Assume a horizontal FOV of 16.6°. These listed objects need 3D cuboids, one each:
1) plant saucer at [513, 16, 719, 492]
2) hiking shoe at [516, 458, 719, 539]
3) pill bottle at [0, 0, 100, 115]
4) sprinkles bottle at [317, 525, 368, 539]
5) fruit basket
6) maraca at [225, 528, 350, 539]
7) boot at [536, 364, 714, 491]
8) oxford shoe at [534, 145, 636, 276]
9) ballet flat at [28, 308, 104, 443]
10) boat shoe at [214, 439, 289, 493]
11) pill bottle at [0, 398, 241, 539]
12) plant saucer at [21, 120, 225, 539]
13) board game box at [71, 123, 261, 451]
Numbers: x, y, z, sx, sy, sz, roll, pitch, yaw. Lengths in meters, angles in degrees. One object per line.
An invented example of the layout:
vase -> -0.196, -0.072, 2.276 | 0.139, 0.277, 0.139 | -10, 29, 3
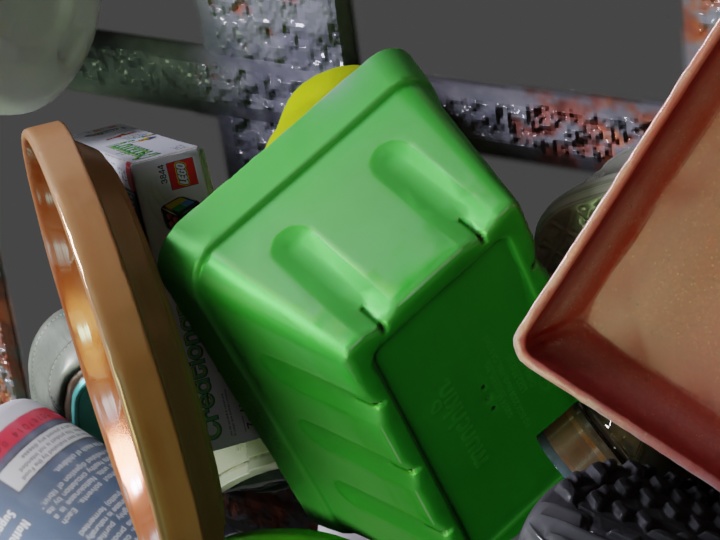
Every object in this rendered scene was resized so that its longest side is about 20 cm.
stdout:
plant saucer -> 0.189, -0.001, 0.884 | 0.200, 0.037, 0.200 | 33, 107, 3
hiking shoe -> 0.120, 0.133, 0.917 | 0.076, 0.200, 0.101 | 37, 106, 41
pill bottle -> -0.232, -0.135, 1.167 | 0.199, 0.113, 0.114 | 7, 121, 34
sprinkles bottle -> 0.005, 0.184, 1.221 | 0.068, 0.068, 0.201 | 26, 130, 22
fruit basket -> 0.000, 0.000, 1.026 | 0.216, 0.155, 0.216 | 45, 166, 14
maraca -> 0.000, 0.180, 1.049 | 0.199, 0.107, 0.138 | 11, 113, 19
boot -> 0.153, 0.075, 1.006 | 0.097, 0.200, 0.075 | -44, 61, 8
oxford shoe -> 0.166, -0.029, 0.977 | 0.199, 0.058, 0.075 | -11, 106, 25
ballet flat -> -0.139, 0.103, 1.293 | 0.064, 0.067, 0.201 | 48, 147, 43
boat shoe -> -0.041, 0.071, 1.183 | 0.199, 0.066, 0.075 | 155, 117, -62
pill bottle -> -0.113, 0.160, 1.177 | 0.200, 0.120, 0.120 | 31, 132, 14
plant saucer -> -0.093, 0.036, 0.993 | 0.200, 0.032, 0.201 | 163, 90, -80
board game box -> -0.092, 0.002, 1.113 | 0.200, 0.034, 0.127 | -159, 55, -74
